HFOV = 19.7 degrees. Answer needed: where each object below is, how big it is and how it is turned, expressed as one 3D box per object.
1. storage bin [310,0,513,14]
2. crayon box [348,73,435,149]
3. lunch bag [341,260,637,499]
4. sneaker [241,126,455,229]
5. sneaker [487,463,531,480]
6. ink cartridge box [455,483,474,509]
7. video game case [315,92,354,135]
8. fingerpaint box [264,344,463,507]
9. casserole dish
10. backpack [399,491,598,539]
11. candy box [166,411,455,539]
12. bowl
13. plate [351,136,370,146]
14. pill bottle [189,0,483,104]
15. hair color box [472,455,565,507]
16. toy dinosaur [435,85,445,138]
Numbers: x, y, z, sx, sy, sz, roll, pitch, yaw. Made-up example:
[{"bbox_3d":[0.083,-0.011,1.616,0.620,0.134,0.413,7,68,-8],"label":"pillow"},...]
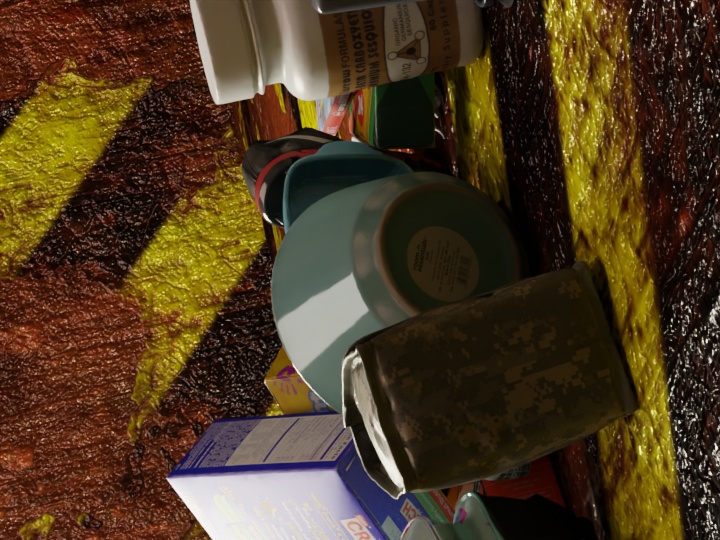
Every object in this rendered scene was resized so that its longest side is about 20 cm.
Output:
[{"bbox_3d":[0.012,-0.266,1.396,0.201,0.133,0.146,-111,11,-45],"label":"storage bin"},{"bbox_3d":[0.023,-0.202,1.638,0.127,0.050,0.202,-140,49,-77],"label":"crayon box"},{"bbox_3d":[0.075,0.077,1.373,0.200,0.163,0.119,122,129,-79],"label":"lunch bag"},{"bbox_3d":[-0.011,-0.075,1.685,0.098,0.199,0.071,40,121,50],"label":"sneaker"},{"bbox_3d":[0.092,0.071,1.609,0.077,0.080,0.202,113,164,-57],"label":"sneaker"},{"bbox_3d":[0.075,0.255,1.802,0.076,0.135,0.202,156,101,-80],"label":"ink cartridge box"},{"bbox_3d":[-0.019,-0.207,1.683,0.200,0.017,0.144,120,146,-74],"label":"video game case"},{"bbox_3d":[0.018,0.111,1.702,0.201,0.073,0.167,64,-147,-27],"label":"fingerpaint box"},{"bbox_3d":[0.000,0.000,1.576,0.039,0.120,0.202,132,131,-58],"label":"casserole dish"},{"bbox_3d":[0.089,0.274,1.438,0.176,0.152,0.202,-128,45,-61],"label":"backpack"},{"bbox_3d":[-0.026,0.193,1.613,0.199,0.077,0.170,-7,125,45],"label":"candy box"},{"bbox_3d":[0.046,0.009,1.509,0.105,0.199,0.203,-45,55,57],"label":"bowl"},{"bbox_3d":[0.038,-0.019,1.861,0.200,0.032,0.201,-140,37,-79],"label":"plate"},{"bbox_3d":[-0.019,-0.186,1.510,0.114,0.198,0.115,167,90,-83],"label":"pill bottle"},{"bbox_3d":[0.139,0.249,1.585,0.102,0.061,0.201,91,164,-60],"label":"hair color box"},{"bbox_3d":[0.013,-0.173,1.793,0.200,0.076,0.103,-138,44,-73],"label":"toy dinosaur"}]
